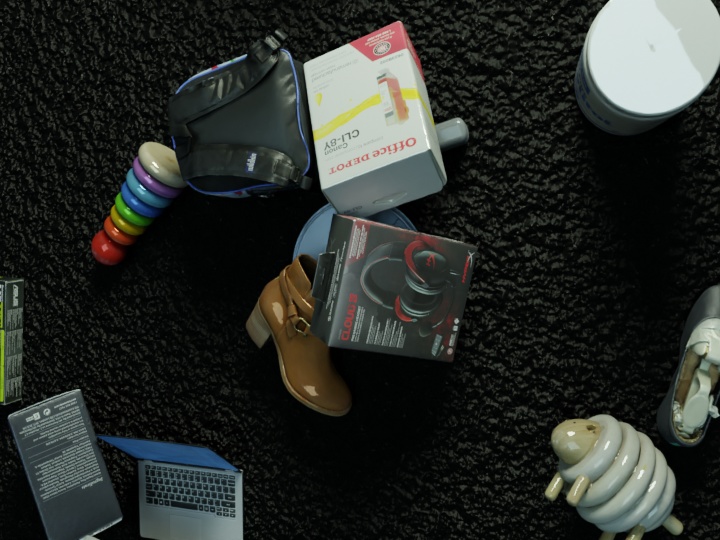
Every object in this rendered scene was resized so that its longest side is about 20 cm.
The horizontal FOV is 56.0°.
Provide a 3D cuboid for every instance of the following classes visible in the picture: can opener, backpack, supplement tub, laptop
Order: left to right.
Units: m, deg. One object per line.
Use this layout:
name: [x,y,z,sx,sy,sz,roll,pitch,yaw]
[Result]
laptop: [-0.278,0.332,0.999,0.182,0.116,0.206,2,95,16]
backpack: [-0.153,-0.186,0.901,0.185,0.154,0.206,-8,87,8]
can opener: [0.043,-0.172,0.896,0.195,0.053,0.069,-17,91,15]
supplement tub: [0.305,-0.223,0.740,0.128,0.200,0.136,1,95,15]

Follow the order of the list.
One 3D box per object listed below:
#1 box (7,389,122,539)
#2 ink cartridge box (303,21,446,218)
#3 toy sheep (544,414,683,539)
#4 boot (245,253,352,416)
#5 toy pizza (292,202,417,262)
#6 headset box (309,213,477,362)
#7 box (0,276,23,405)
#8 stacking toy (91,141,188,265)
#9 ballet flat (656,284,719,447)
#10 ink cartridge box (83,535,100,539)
box: [-0.442,0.292,1.013,0.102,0.147,0.205,-19,88,-28]
ink cartridge box: [0.016,-0.185,0.844,0.142,0.083,0.205,-18,62,15]
toy sheep: [0.310,0.256,0.821,0.199,0.138,0.138,41,104,-6]
boot: [-0.054,0.087,0.911,0.201,0.076,0.156,49,126,8]
toy pizza: [0.000,0.000,0.934,0.194,0.032,0.206,2,99,15]
headset box: [0.032,0.021,0.832,0.195,0.075,0.153,11,95,-25]
box: [-0.649,0.106,1.122,0.187,0.047,0.206,4,95,13]
stacking toy: [-0.333,-0.086,1.003,0.085,0.085,0.201,43,110,8]
ballet flat: [0.412,0.119,0.809,0.071,0.073,0.205,18,99,13]
ink cartridge box: [-0.325,0.476,0.981,0.141,0.202,0.085,15,56,15]
